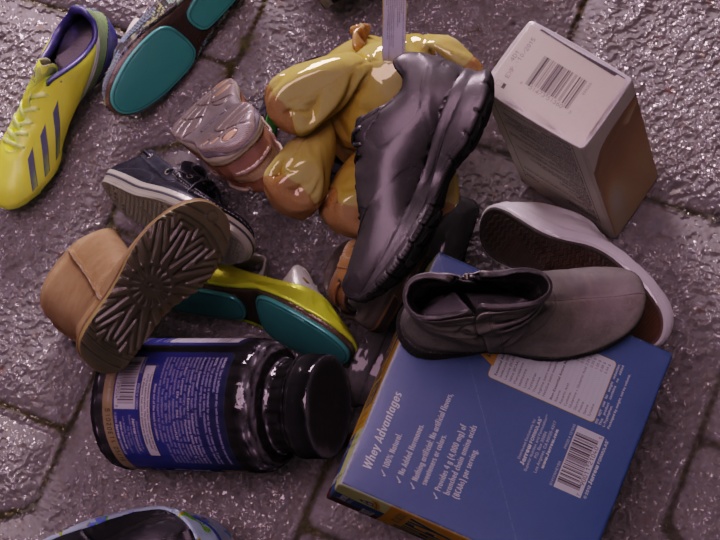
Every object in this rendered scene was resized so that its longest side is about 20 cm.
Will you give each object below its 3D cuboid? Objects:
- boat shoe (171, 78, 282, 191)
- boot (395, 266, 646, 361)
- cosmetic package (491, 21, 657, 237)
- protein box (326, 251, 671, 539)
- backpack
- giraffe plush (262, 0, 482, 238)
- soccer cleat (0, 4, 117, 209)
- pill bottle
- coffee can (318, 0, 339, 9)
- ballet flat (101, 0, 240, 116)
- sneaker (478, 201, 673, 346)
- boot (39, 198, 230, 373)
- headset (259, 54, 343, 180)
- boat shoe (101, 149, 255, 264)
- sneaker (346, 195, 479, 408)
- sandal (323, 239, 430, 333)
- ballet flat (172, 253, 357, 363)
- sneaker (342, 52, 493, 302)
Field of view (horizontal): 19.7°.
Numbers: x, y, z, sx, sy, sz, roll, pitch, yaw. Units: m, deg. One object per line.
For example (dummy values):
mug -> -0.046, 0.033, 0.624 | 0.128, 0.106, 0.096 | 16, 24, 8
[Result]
boat shoe -> -0.111, -0.110, 1.793 | 0.076, 0.200, 0.072 | -39, 111, 3
boot -> 0.124, 0.027, 1.511 | 0.199, 0.131, 0.068 | -7, 79, -7
cosmetic package -> 0.173, -0.111, 1.684 | 0.105, 0.200, 0.071 | 34, 82, 21
protein box -> 0.105, 0.123, 1.627 | 0.199, 0.135, 0.199 | 23, 78, 0
backpack -> -0.190, 0.270, 1.697 | 0.200, 0.154, 0.164 | -35, 62, 25
giraffe plush -> 0.002, -0.135, 1.690 | 0.172, 0.162, 0.201 | 17, 98, -10
soccer cleat -> -0.289, -0.152, 1.885 | 0.065, 0.084, 0.201 | 24, 80, 21
pill bottle -> -0.114, 0.111, 1.719 | 0.199, 0.112, 0.112 | -1, 71, 26
coffee can -> 0.021, -0.342, 1.832 | 0.199, 0.146, 0.147 | -28, 67, 5
ballet flat -> -0.172, -0.226, 1.898 | 0.074, 0.074, 0.200 | 41, 84, 23
sneaker -> 0.194, -0.006, 1.696 | 0.200, 0.084, 0.073 | 38, 124, 36
boot -> -0.199, -0.007, 1.757 | 0.175, 0.200, 0.066 | -47, 111, -2
headset -> -0.003, -0.107, 1.814 | 0.200, 0.094, 0.124 | 36, 88, 38
boat shoe -> -0.150, -0.061, 1.800 | 0.062, 0.075, 0.200 | -43, 38, -19
sneaker -> 0.063, 0.036, 1.742 | 0.090, 0.076, 0.201 | 23, 88, 14
sandal -> 0.000, 0.000, 1.705 | 0.054, 0.200, 0.082 | 26, 89, -19
ballet flat -> -0.082, 0.020, 1.788 | 0.199, 0.067, 0.067 | 17, 55, 22
sneaker -> 0.027, -0.073, 1.580 | 0.091, 0.076, 0.201 | 25, 85, 9
